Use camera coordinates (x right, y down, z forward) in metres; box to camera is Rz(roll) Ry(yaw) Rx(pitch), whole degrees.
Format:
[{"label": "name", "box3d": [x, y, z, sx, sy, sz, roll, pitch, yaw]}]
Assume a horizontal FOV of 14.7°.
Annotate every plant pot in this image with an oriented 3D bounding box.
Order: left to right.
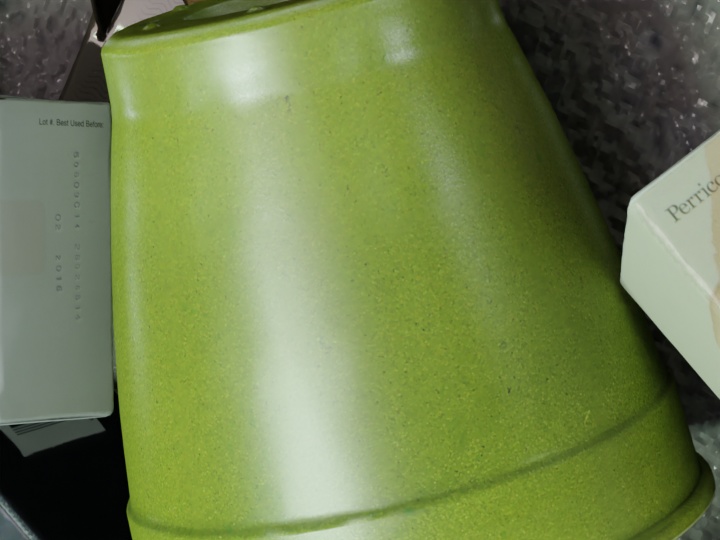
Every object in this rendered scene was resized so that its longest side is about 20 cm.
[{"label": "plant pot", "box3d": [0.000, 0.000, 0.916, 0.200, 0.200, 0.194, -7, 102, 30]}]

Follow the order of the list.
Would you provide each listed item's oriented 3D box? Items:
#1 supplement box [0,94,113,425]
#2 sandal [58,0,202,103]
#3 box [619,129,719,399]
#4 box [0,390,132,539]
[{"label": "supplement box", "box3d": [-0.177, -0.004, 0.966, 0.199, 0.061, 0.109, 0, 91, 38]}, {"label": "sandal", "box3d": [-0.075, -0.105, 1.043, 0.082, 0.055, 0.201, 33, 106, 21]}, {"label": "box", "box3d": [0.174, 0.038, 0.831, 0.095, 0.078, 0.200, -38, 74, -8]}, {"label": "box", "box3d": [-0.190, 0.109, 1.103, 0.197, 0.117, 0.200, 46, 117, 17]}]
